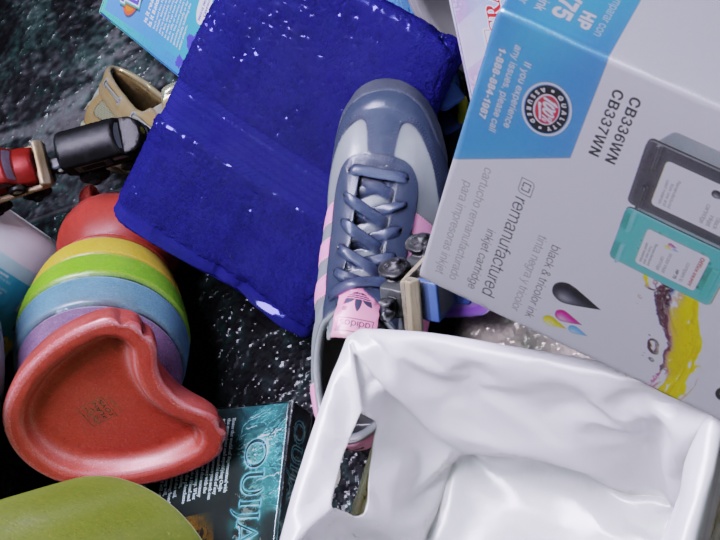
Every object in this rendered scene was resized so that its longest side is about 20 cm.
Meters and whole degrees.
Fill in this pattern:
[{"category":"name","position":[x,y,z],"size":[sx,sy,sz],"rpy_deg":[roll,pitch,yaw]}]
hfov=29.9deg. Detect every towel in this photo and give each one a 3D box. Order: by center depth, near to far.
[{"category":"towel","position":[-0.043,-0.080,0.784],"size":[0.147,0.050,0.201],"rpy_deg":[32,110,7]}]

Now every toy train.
[{"category":"toy train","position":[0.069,-0.025,0.721],"size":[0.045,0.034,0.200],"rpy_deg":[13,36,29]},{"category":"toy train","position":[-0.227,-0.057,0.845],"size":[0.198,0.046,0.034],"rpy_deg":[-17,78,4]}]

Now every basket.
[{"category":"basket","position":[0.081,0.120,0.645],"size":[0.199,0.123,0.137],"rpy_deg":[8,70,34]}]

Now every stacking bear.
[{"category":"stacking bear","position":[-0.153,0.025,0.830],"size":[0.113,0.122,0.201],"rpy_deg":[-25,35,13]}]

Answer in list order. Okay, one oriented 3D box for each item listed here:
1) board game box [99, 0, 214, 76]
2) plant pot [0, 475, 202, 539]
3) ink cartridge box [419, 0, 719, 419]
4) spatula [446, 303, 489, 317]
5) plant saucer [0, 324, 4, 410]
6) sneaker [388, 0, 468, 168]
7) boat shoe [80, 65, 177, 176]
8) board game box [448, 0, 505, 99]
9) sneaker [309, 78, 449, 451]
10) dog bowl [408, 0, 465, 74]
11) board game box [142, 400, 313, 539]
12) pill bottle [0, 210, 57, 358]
[{"category":"board game box","position":[-0.094,-0.206,0.929],"size":[0.200,0.045,0.153],"rpy_deg":[41,116,38]},{"category":"plant pot","position":[-0.191,0.201,0.664],"size":[0.186,0.200,0.189],"rpy_deg":[-3,84,27]},{"category":"ink cartridge box","position":[0.153,-0.046,0.557],"size":[0.199,0.147,0.146],"rpy_deg":[25,47,11]},{"category":"spatula","position":[0.000,0.000,0.819],"size":[0.199,0.021,0.057],"rpy_deg":[1,68,32]},{"category":"plant saucer","position":[-0.263,0.050,0.797],"size":[0.199,0.036,0.202],"rpy_deg":[4,96,44]},{"category":"sneaker","position":[0.033,-0.125,0.820],"size":[0.078,0.066,0.202],"rpy_deg":[-13,74,31]},{"category":"boat shoe","position":[-0.120,-0.088,0.891],"size":[0.199,0.071,0.077],"rpy_deg":[26,110,37]},{"category":"board game box","position":[0.137,-0.130,0.635],"size":[0.198,0.201,0.041],"rpy_deg":[7,41,29]},{"category":"sneaker","position":[0.009,0.001,0.721],"size":[0.069,0.082,0.202],"rpy_deg":[4,103,11]},{"category":"dog bowl","position":[0.109,-0.163,0.721],"size":[0.199,0.201,0.059],"rpy_deg":[7,51,33]},{"category":"board game box","position":[-0.100,0.179,0.782],"size":[0.134,0.028,0.202],"rpy_deg":[-8,62,27]},{"category":"pill bottle","position":[-0.296,0.041,0.919],"size":[0.110,0.111,0.201],"rpy_deg":[30,84,38]}]
